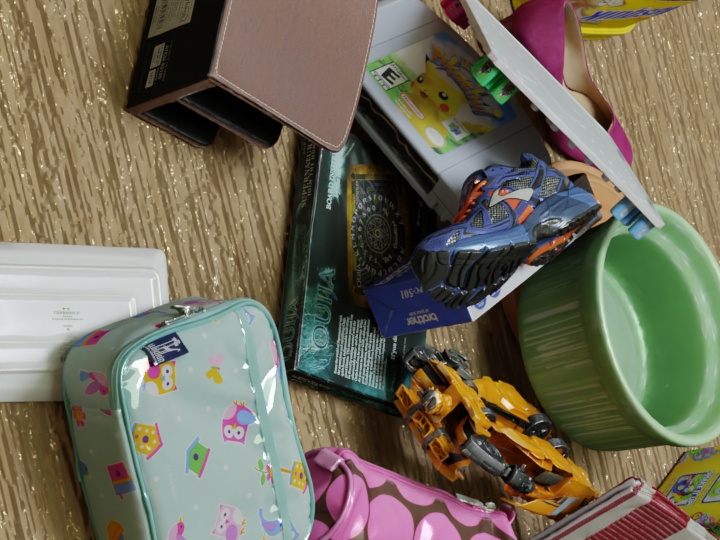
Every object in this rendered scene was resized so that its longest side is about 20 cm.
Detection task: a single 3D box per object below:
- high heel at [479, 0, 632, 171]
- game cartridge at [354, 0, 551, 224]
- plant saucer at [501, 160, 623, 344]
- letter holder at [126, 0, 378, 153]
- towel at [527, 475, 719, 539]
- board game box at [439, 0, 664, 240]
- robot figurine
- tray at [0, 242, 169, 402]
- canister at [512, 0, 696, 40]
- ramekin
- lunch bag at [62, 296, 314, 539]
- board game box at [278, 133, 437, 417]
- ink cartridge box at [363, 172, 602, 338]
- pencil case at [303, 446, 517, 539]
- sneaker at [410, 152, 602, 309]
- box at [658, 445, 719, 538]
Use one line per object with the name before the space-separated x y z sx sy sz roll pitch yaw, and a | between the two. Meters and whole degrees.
high heel | 0.195 -0.156 1.601 0.200 0.096 0.068 38 57 -30
game cartridge | 0.058 -0.132 1.458 0.200 0.041 0.133 50 43 11
plant saucer | 0.196 0.002 1.609 0.199 0.032 0.202 12 72 -41
letter holder | -0.071 -0.189 1.365 0.142 0.100 0.201 27 63 -37
towel | 0.222 0.245 1.499 0.200 0.144 0.023 37 29 -35
board game box | 0.147 -0.129 1.461 0.200 0.026 0.200 42 15 -21
robot figurine | 0.101 0.130 1.422 0.200 0.058 0.145 27 23 -48
tray | -0.203 0.034 1.242 0.199 0.022 0.108 2 80 -42
canister | 0.249 -0.269 1.606 0.148 0.199 0.087 -5 82 -43
ramekin | 0.219 0.054 1.517 0.199 0.097 0.202 19 63 -42
lunch bag | -0.111 0.117 1.252 0.160 0.077 0.202 -20 105 -42
board game box | 0.000 0.000 1.429 0.135 0.028 0.202 22 66 -39
ink cartridge box | 0.099 -0.013 1.444 0.200 0.094 0.044 -35 107 -45
pencil case | 0.029 0.193 1.373 0.199 0.091 0.094 25 99 -38
sneaker | 0.093 -0.033 1.340 0.078 0.075 0.200 47 35 14
box | 0.376 0.260 1.601 0.122 0.192 0.201 -43 109 -39
